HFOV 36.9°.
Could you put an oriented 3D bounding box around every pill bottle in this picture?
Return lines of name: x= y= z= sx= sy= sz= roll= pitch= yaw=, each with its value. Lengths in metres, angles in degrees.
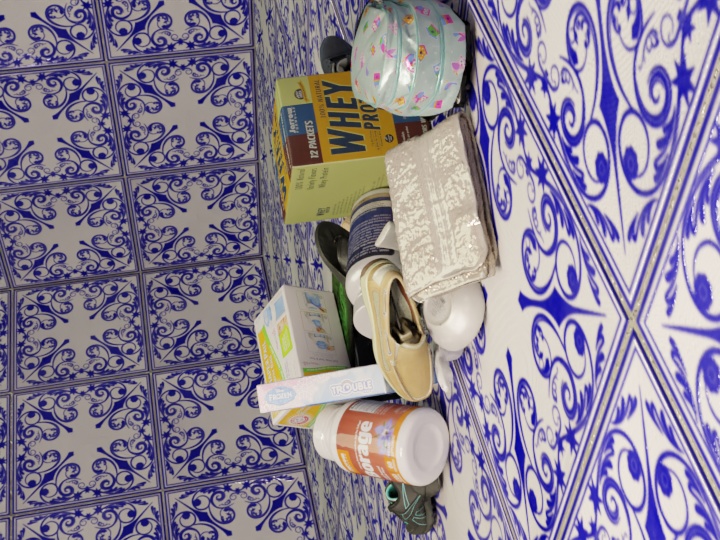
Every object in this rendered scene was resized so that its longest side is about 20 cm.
pill bottle: x=0.026 y=0.252 z=1.606 sx=0.198 sy=0.111 sz=0.114 roll=0 pitch=99 yaw=44
pill bottle: x=0.035 y=-0.007 z=1.488 sx=0.112 sy=0.109 sz=0.202 roll=94 pitch=180 yaw=-48

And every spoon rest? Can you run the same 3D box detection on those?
spoon rest: x=0.094 y=0.016 z=1.368 sx=0.100 sy=0.060 sz=0.201 roll=-57 pitch=49 yaw=26

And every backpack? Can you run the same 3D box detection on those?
backpack: x=0.056 y=-0.249 z=1.275 sx=0.200 sy=0.125 sz=0.169 roll=-132 pitch=39 yaw=-68

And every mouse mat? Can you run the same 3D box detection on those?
mouse mat: x=-0.030 y=0.069 z=1.754 sx=0.161 sy=0.007 sz=0.202 roll=-115 pitch=20 yaw=-59

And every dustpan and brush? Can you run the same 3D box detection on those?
dustpan and brush: x=0.107 y=0.089 z=1.414 sx=0.201 sy=0.056 sz=0.141 roll=-111 pitch=17 yaw=-53

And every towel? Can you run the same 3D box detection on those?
towel: x=0.091 y=-0.072 z=1.272 sx=0.132 sy=0.034 sz=0.203 roll=-24 pitch=70 yaw=40

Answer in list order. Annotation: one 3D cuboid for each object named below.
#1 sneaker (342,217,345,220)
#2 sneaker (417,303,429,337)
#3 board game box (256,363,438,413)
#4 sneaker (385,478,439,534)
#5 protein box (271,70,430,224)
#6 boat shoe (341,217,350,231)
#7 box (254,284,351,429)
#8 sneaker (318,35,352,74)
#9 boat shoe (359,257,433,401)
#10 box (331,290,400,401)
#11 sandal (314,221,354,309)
sneaker: x=0.018 y=-0.086 z=1.758 sx=0.200 sy=0.073 sz=0.090 roll=128 pitch=129 yaw=-71
sneaker: x=0.062 y=0.005 z=1.593 sx=0.081 sy=0.075 sz=0.202 roll=103 pitch=147 yaw=-63
board game box: x=-0.011 y=0.159 z=1.518 sx=0.198 sy=0.198 sz=0.044 roll=3 pitch=-104 yaw=-62
sneaker: x=0.075 y=0.357 z=1.709 sx=0.201 sy=0.078 sz=0.076 roll=92 pitch=165 yaw=-48
protein box: x=-0.018 y=-0.176 z=1.534 sx=0.199 sy=0.197 sz=0.137 roll=109 pitch=152 yaw=-69
boat shoe: x=0.016 y=0.002 z=1.690 sx=0.201 sy=0.069 sz=0.074 roll=59 pitch=163 yaw=17
box: x=-0.091 y=0.141 z=1.743 sx=0.113 sy=0.100 sz=0.202 roll=-48 pitch=44 yaw=39
sneaker: x=-0.021 y=-0.332 z=1.754 sx=0.147 sy=0.076 sz=0.204 roll=78 pitch=171 yaw=-65
boat shoe: x=0.053 y=0.085 z=1.343 sx=0.076 sy=0.071 sz=0.202 roll=31 pitch=147 yaw=59
box: x=0.022 y=0.110 z=1.799 sx=0.182 sy=0.103 sz=0.203 roll=125 pitch=137 yaw=-73
sandal: x=0.001 y=0.000 z=1.573 sx=0.202 sy=0.075 sz=0.048 roll=59 pitch=137 yaw=23
